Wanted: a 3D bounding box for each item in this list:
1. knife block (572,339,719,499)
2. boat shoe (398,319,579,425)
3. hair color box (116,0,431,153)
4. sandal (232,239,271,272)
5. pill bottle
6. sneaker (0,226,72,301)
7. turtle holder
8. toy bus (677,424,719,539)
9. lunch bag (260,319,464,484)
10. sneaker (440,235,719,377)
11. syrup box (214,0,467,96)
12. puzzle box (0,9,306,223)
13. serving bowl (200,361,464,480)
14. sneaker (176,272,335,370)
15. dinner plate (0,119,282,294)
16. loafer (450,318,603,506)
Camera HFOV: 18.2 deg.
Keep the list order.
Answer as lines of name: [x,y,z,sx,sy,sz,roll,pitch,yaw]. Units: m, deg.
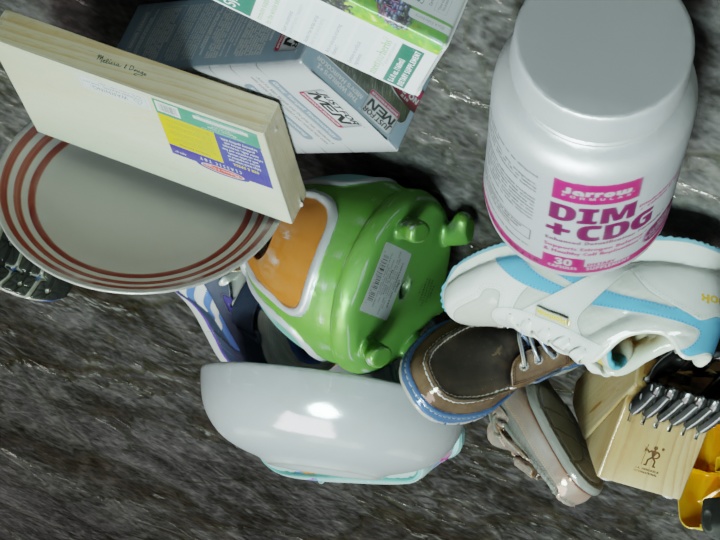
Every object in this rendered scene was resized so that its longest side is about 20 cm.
knife block: [0.216,0.059,1.570,0.064,0.176,0.200,17,-163,-7]
boat shoe: [0.109,0.047,1.571,0.072,0.200,0.072,-37,79,44]
hair color box: [-0.062,-0.126,1.448,0.200,0.061,0.099,3,151,47]
sandal: [-0.149,-0.083,1.639,0.212,0.078,0.070,43,-169,-4]
pill bottle: [0.128,-0.083,1.258,0.113,0.113,0.200,21,160,10]
sneaker: [-0.339,-0.032,2.002,0.200,0.079,0.089,29,168,10]
turtle holder: [0.000,-0.009,1.595,0.132,0.185,0.141,20,119,24]
toy bus: [0.349,0.137,1.561,0.192,0.136,0.200,20,163,-31]
lunch bag: [-0.014,0.098,1.838,0.200,0.077,0.160,0,115,45]
sneaker: [0.140,0.025,1.468,0.200,0.081,0.077,-4,162,31]
syrup box: [-0.037,-0.183,1.244,0.200,0.081,0.079,24,159,-4]
puzzle box: [-0.136,-0.099,1.474,0.200,0.025,0.133,20,159,14]
serving bowl: [-0.022,0.115,1.652,0.200,0.066,0.200,7,172,1]
sneaker: [-0.086,-0.002,1.705,0.146,0.081,0.200,-5,120,57]
dinner plate: [-0.149,-0.052,1.533,0.200,0.200,0.024,19,138,15]
loafer: [0.114,0.103,1.654,0.072,0.063,0.200,36,-158,-45]
